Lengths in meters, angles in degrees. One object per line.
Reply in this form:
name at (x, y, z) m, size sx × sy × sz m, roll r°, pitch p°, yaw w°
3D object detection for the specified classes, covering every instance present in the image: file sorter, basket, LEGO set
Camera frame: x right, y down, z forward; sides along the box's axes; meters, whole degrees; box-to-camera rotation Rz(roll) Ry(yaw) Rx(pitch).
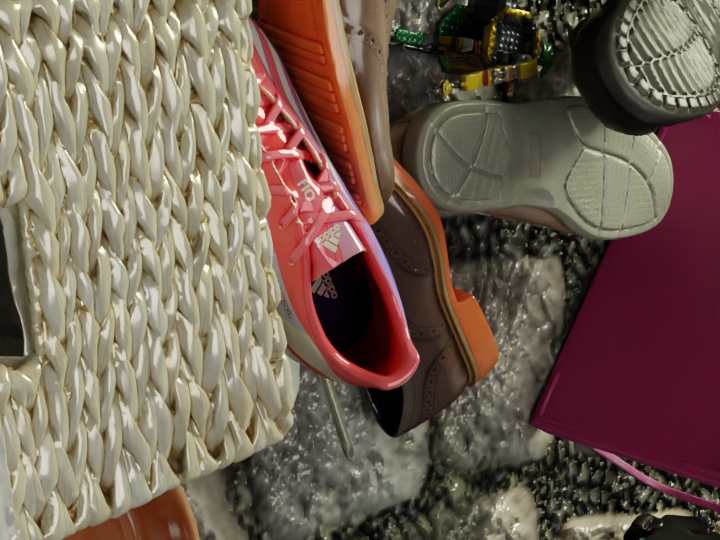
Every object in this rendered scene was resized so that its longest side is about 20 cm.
file sorter at (0.217, 0.032, 1.076) m, size 0.125 × 0.139 × 0.201 m, roll 34°, pitch 77°, yaw -41°
basket at (-0.145, -0.019, 0.714) m, size 0.160 × 0.199 × 0.199 m, roll -18°, pitch 111°, yaw -39°
LEGO set at (0.047, -0.157, 0.901) m, size 0.199 × 0.116 × 0.155 m, roll 17°, pitch 88°, yaw -41°

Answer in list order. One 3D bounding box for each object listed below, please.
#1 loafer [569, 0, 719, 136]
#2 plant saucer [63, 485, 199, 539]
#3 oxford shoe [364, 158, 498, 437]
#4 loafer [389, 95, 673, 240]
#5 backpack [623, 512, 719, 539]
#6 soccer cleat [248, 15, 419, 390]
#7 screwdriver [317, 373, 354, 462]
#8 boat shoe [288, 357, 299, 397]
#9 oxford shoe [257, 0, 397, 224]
loafer at (0.141, -0.106, 0.980) m, size 0.073 × 0.071 × 0.200 m, roll 58°, pitch 27°, yaw -4°
plant saucer at (-0.158, 0.153, 0.849) m, size 0.199 × 0.032 × 0.202 m, roll -10°, pitch 105°, yaw -38°
oxford shoe at (0.000, 0.000, 0.929) m, size 0.073 × 0.071 × 0.200 m, roll -44°, pitch 124°, yaw -18°
loafer at (0.080, -0.056, 0.996) m, size 0.199 × 0.063 × 0.072 m, roll 5°, pitch 90°, yaw -44°
backpack at (0.180, 0.262, 1.088) m, size 0.175 × 0.153 × 0.201 m, roll -21°, pitch 120°, yaw -41°
soccer cleat at (-0.033, -0.035, 0.792) m, size 0.068 × 0.073 × 0.201 m, roll -36°, pitch 121°, yaw -17°
screwdriver at (-0.036, -0.004, 0.861) m, size 0.028 × 0.029 × 0.201 m, roll -51°, pitch 132°, yaw -61°
boat shoe at (-0.086, -0.020, 0.856) m, size 0.201 × 0.063 × 0.071 m, roll 67°, pitch 26°, yaw -22°
oxford shoe at (-0.003, -0.111, 0.819) m, size 0.073 × 0.071 × 0.201 m, roll -31°, pitch 130°, yaw -25°
